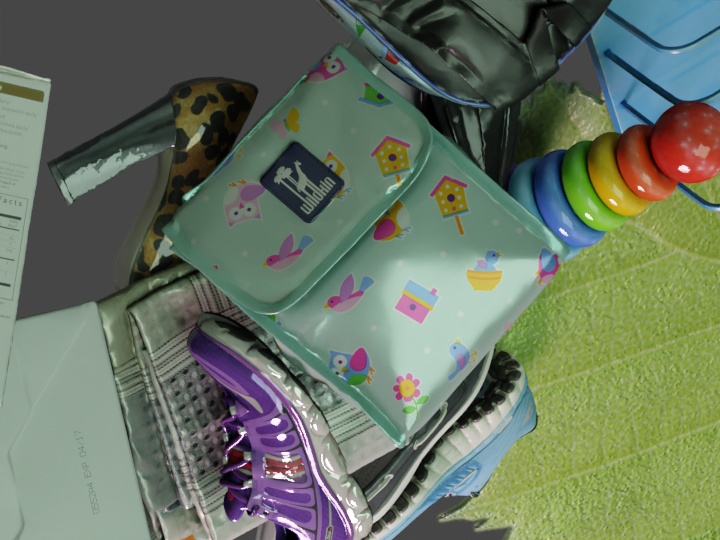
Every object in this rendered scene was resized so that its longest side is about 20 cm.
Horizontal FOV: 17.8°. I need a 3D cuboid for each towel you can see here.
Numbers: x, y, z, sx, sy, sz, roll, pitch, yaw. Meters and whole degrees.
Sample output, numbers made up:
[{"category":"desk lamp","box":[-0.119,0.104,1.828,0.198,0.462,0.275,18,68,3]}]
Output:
[{"category":"towel","box":[-0.065,0.071,1.497,0.200,0.035,0.193,-24,119,-20]}]

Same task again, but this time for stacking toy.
[{"category":"stacking toy","box":[0.163,-0.057,1.552,0.200,0.086,0.085,-24,140,37]}]

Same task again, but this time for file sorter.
[{"category":"file sorter","box":[0.244,-0.162,1.580,0.139,0.123,0.200,-31,128,-10]}]

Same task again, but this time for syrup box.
[{"category":"syrup box","box":[-0.240,-0.018,1.347,0.081,0.079,0.201,11,76,-20]}]

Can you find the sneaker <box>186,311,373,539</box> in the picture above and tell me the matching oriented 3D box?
[{"category":"sneaker","box":[-0.061,0.115,1.457,0.083,0.081,0.200,-34,120,-11]}]

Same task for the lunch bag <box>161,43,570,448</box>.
[{"category":"lunch bag","box":[0.000,-0.019,1.423,0.200,0.122,0.170,43,89,-12]}]

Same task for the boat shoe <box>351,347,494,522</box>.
[{"category":"boat shoe","box":[0.031,0.090,1.613,0.200,0.075,0.060,-64,160,-3]}]

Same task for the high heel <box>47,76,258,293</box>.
[{"category":"high heel","box":[-0.099,-0.023,1.495,0.142,0.071,0.200,-29,119,-6]}]

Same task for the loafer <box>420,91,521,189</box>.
[{"category":"loafer","box":[0.060,-0.037,1.523,0.070,0.068,0.201,-5,109,-24]}]

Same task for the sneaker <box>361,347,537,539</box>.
[{"category":"sneaker","box":[0.056,0.151,1.683,0.200,0.078,0.090,-40,134,-1]}]

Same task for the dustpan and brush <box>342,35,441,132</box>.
[{"category":"dustpan and brush","box":[-0.010,-0.086,1.532,0.200,0.057,0.140,-36,127,-15]}]

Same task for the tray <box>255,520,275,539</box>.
[{"category":"tray","box":[-0.049,0.156,1.617,0.107,0.022,0.201,-39,141,-68]}]

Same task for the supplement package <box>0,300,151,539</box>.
[{"category":"supplement package","box":[-0.229,0.136,1.436,0.155,0.111,0.201,-13,90,-23]}]

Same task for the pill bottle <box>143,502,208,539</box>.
[{"category":"pill bottle","box":[-0.179,0.235,1.573,0.200,0.110,0.110,-41,129,-4]}]

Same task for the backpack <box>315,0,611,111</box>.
[{"category":"backpack","box":[0.056,-0.197,1.417,0.200,0.154,0.191,-42,100,1]}]
